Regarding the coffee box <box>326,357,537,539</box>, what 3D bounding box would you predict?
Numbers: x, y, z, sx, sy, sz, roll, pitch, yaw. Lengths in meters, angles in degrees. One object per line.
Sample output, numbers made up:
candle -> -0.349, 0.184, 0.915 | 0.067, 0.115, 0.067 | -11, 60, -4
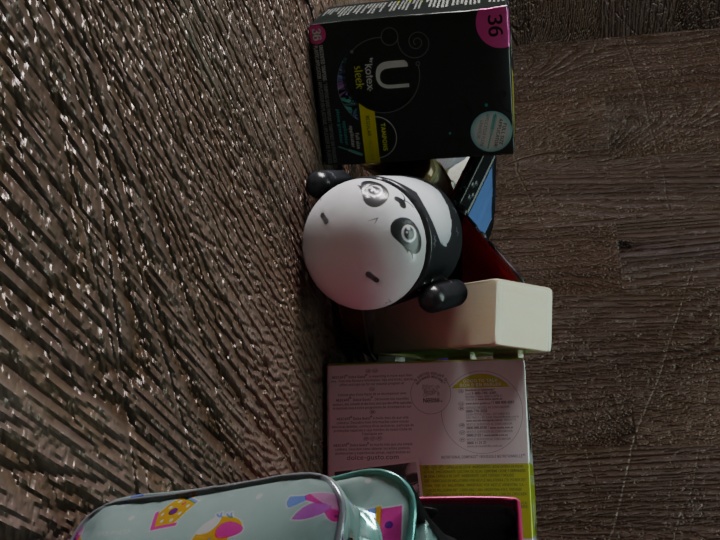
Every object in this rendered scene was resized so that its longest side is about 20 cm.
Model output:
coffee box -> 0.079, 0.201, 1.069 | 0.200, 0.198, 0.200 | 53, 35, -74

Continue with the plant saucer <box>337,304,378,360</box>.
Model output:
plant saucer -> 0.000, 0.000, 1.160 | 0.200, 0.034, 0.202 | -3, 90, -80

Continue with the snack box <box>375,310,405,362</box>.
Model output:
snack box -> 0.033, 0.008, 1.180 | 0.072, 0.024, 0.202 | 18, 69, -78

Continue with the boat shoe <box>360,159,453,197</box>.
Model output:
boat shoe -> 0.048, -0.124, 1.199 | 0.064, 0.071, 0.200 | 38, 11, -33

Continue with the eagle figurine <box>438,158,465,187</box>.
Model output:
eagle figurine -> 0.069, -0.079, 1.336 | 0.151, 0.150, 0.202 | 151, -68, -78

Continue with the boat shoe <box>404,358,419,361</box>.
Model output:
boat shoe -> 0.040, 0.139, 1.247 | 0.072, 0.076, 0.202 | 14, 96, -66

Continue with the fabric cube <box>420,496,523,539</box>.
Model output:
fabric cube -> 0.021, 0.291, 0.712 | 0.200, 0.194, 0.201 | 78, 12, -51

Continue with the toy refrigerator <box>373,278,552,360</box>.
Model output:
toy refrigerator -> 0.100, 0.057, 1.059 | 0.199, 0.075, 0.071 | -12, -108, 54

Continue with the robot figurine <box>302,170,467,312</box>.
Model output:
robot figurine -> 0.026, -0.030, 0.981 | 0.200, 0.149, 0.126 | -13, 106, -66

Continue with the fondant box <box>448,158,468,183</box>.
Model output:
fondant box -> 0.109, -0.161, 1.484 | 0.144, 0.058, 0.200 | 46, -3, 4

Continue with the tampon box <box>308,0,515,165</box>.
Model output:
tampon box -> 0.060, -0.203, 1.078 | 0.126, 0.198, 0.151 | -71, 156, -66

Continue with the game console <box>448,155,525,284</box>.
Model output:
game console -> 0.160, -0.022, 1.165 | 0.173, 0.118, 0.200 | -62, 161, -25

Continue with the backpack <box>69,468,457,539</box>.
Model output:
backpack -> -0.045, 0.188, 0.419 | 0.153, 0.175, 0.201 | 49, 37, -48
